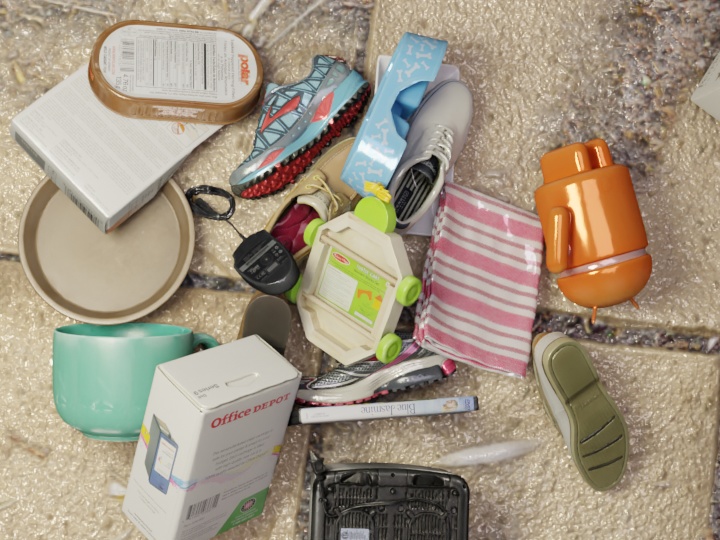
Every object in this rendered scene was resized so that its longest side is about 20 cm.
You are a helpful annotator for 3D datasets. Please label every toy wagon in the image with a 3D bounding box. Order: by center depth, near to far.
[{"bbox_3d":[0.000,0.000,1.532,0.154,0.039,0.202,31,111,32],"label":"toy wagon"}]

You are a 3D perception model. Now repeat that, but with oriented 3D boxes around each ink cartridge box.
[{"bbox_3d":[-0.158,0.184,1.498,0.087,0.144,0.202,39,126,30],"label":"ink cartridge box"},{"bbox_3d":[-0.269,-0.162,1.591,0.162,0.050,0.200,44,61,7],"label":"ink cartridge box"}]

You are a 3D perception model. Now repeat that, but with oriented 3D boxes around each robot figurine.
[{"bbox_3d":[0.265,-0.045,1.609,0.115,0.144,0.203,-15,89,10],"label":"robot figurine"}]

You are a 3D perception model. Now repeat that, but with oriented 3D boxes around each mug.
[{"bbox_3d":[-0.243,0.122,1.536,0.182,0.152,0.116,2,93,-6],"label":"mug"}]

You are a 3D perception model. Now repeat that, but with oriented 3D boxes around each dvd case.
[{"bbox_3d":[0.018,0.156,1.553,0.197,0.143,0.018,-3,82,-12],"label":"dvd case"}]

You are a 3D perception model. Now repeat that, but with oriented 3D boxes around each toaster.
[{"bbox_3d":[0.025,0.299,1.569,0.178,0.119,0.203,2,88,-6],"label":"toaster"}]

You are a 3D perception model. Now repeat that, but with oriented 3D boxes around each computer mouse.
[{"bbox_3d":[-0.133,-0.034,1.570,0.058,0.034,0.200,-38,54,-10],"label":"computer mouse"}]

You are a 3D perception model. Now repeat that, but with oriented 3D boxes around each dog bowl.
[{"bbox_3d":[0.034,-0.173,1.558,0.049,0.111,0.202,24,80,-5],"label":"dog bowl"}]

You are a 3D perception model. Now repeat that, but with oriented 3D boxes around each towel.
[{"bbox_3d":[0.142,0.010,1.603,0.145,0.030,0.203,18,71,-20],"label":"towel"}]

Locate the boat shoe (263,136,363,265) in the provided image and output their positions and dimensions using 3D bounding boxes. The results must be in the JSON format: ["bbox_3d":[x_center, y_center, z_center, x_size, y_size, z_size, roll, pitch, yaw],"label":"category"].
[{"bbox_3d":[-0.050,-0.069,1.605,0.074,0.066,0.201,37,84,-2],"label":"boat shoe"}]

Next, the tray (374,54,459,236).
[{"bbox_3d":[0.059,-0.142,1.633,0.106,0.022,0.203,5,87,-20],"label":"tray"}]

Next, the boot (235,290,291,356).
[{"bbox_3d":[-0.121,0.108,1.591,0.073,0.076,0.202,16,108,-10],"label":"boot"}]

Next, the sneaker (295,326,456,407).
[{"bbox_3d":[0.006,0.107,1.597,0.197,0.081,0.076,-15,89,-10],"label":"sneaker"}]

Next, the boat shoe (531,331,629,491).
[{"bbox_3d":[0.252,0.158,1.622,0.074,0.068,0.202,-25,110,-11],"label":"boat shoe"}]

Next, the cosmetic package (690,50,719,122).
[{"bbox_3d":[0.511,-0.227,1.598,0.165,0.200,0.168,34,85,-3],"label":"cosmetic package"}]

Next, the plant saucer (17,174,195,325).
[{"bbox_3d":[-0.284,-0.035,1.586,0.197,0.029,0.203,1,76,-4],"label":"plant saucer"}]

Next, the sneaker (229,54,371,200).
[{"bbox_3d":[-0.084,-0.166,1.614,0.200,0.079,0.096,-43,75,-10],"label":"sneaker"}]

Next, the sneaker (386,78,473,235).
[{"bbox_3d":[0.081,-0.126,1.591,0.072,0.071,0.202,28,79,-18],"label":"sneaker"}]

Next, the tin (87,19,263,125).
[{"bbox_3d":[-0.206,-0.224,1.588,0.197,0.042,0.114,2,70,-13],"label":"tin"}]
